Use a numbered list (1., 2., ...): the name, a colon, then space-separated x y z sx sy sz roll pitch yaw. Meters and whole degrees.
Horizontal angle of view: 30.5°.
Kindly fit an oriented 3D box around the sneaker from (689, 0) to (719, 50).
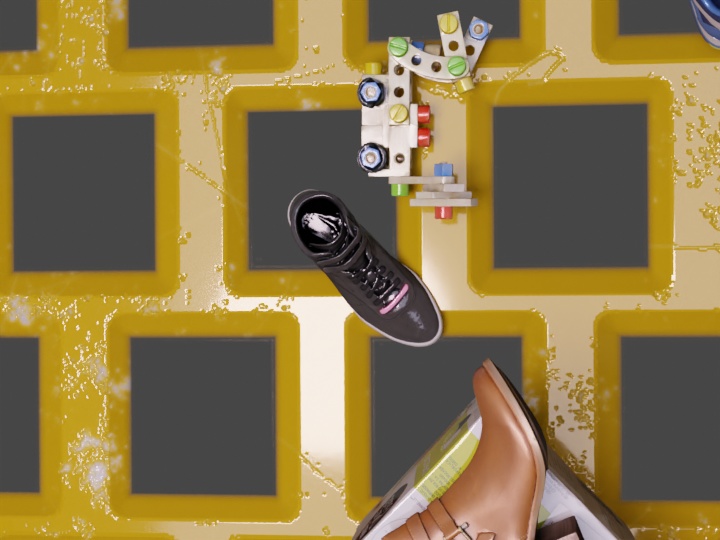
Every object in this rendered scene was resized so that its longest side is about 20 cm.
1. sneaker: 0.316 -0.305 1.235 0.073 0.082 0.202 -33 85 7

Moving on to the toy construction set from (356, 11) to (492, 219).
1. toy construction set: 0.061 -0.145 1.265 0.129 0.092 0.204 0 79 6

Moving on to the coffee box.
1. coffee box: 0.118 0.254 1.198 0.200 0.200 0.198 44 94 4

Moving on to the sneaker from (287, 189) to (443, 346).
1. sneaker: 0.000 0.000 1.262 0.071 0.099 0.200 -44 87 3

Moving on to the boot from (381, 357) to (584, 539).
1. boot: 0.086 0.187 1.068 0.153 0.074 0.203 -22 84 9
